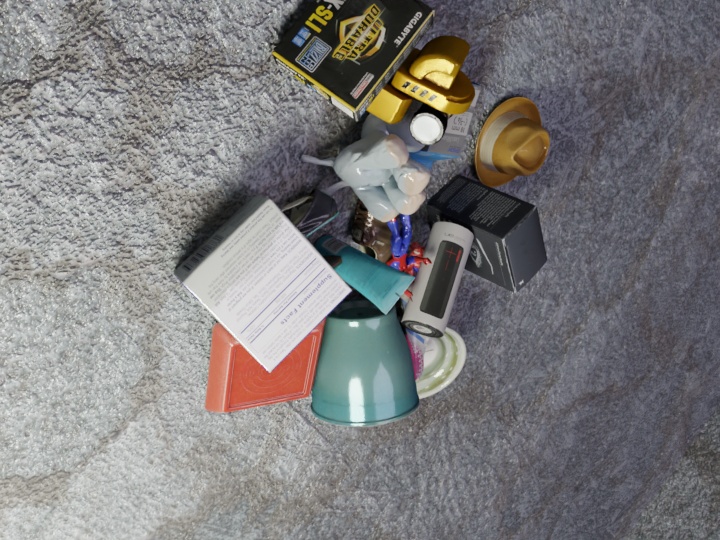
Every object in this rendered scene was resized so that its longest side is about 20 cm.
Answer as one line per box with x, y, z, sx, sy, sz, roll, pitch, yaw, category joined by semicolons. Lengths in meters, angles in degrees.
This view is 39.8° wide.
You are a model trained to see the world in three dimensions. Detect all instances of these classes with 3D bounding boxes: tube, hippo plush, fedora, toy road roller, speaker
0.000;0.000;1.679;0.078;0.200;0.050;-54;140;-4;tube
0.043;-0.187;1.656;0.160;0.199;0.161;61;40;-34;hippo plush
0.310;-0.242;1.952;0.200;0.082;0.201;-24;128;-35;fedora
0.086;-0.309;1.559;0.146;0.199;0.123;-63;179;39;toy road roller
0.141;0.015;1.799;0.081;0.081;0.201;41;62;-50;speaker

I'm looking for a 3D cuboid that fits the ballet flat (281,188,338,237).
-0.125;-0.061;1.624;0.200;0.073;0.073;-43;138;-11;ballet flat

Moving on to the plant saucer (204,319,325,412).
-0.154;0.159;1.669;0.199;0.037;0.201;-8;132;-24;plant saucer

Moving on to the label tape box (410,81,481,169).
0.123;-0.248;1.766;0.144;0.063;0.201;0;112;-46;label tape box

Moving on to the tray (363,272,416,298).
0.091;0.031;1.924;0.199;0.037;0.099;-5;117;-44;tray

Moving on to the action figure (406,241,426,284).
0.126;0.017;1.892;0.065;0.052;0.200;-39;135;-16;action figure

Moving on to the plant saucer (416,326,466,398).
0.111;0.171;1.986;0.199;0.050;0.201;-9;129;-11;plant saucer

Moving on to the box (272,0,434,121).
-0.010;-0.349;1.489;0.200;0.159;0.049;-52;170;-8;box

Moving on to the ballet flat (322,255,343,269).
-0.123;0.022;1.645;0.200;0.068;0.068;-39;95;-3;ballet flat

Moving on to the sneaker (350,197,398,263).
0.020;-0.081;1.754;0.075;0.070;0.201;-34;133;-27;sneaker

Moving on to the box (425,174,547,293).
0.240;-0.071;1.889;0.104;0.200;0.148;-43;138;-22;box

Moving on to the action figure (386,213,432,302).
0.087;-0.031;1.741;0.065;0.099;0.201;-29;143;-33;action figure

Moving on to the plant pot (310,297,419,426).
0.001;0.155;1.798;0.200;0.200;0.189;-17;109;-40;plant pot

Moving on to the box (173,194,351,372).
-0.151;0.017;1.532;0.184;0.105;0.200;-45;108;-9;box

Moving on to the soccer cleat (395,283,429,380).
0.109;0.115;1.871;0.086;0.070;0.201;-19;118;-15;soccer cleat
